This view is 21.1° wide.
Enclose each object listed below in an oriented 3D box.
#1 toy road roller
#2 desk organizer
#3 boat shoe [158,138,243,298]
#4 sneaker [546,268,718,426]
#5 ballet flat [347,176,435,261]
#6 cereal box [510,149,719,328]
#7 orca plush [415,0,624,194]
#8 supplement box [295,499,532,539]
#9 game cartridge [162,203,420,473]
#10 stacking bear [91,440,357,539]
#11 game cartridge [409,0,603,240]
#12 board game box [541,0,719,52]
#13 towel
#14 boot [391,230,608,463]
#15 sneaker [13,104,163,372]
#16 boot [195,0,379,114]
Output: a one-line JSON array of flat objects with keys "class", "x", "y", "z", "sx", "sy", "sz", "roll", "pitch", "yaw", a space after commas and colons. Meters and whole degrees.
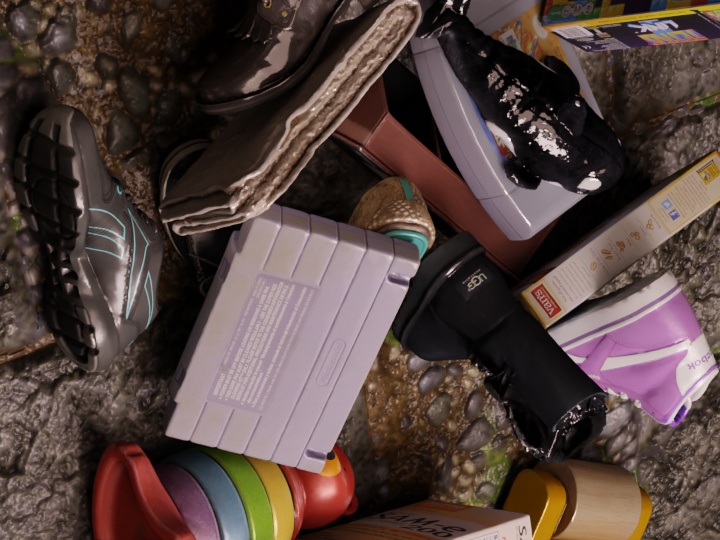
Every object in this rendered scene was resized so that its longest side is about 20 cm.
[{"class": "toy road roller", "x": 0.188, "y": 0.272, "z": 1.643, "sx": 0.123, "sy": 0.146, "sz": 0.201, "roll": 11, "pitch": 105, "yaw": -36}, {"class": "desk organizer", "x": 0.064, "y": -0.080, "z": 1.453, "sx": 0.200, "sy": 0.072, "sz": 0.077, "roll": 38, "pitch": 87, "yaw": -38}, {"class": "boat shoe", "x": -0.089, "y": -0.004, "z": 1.395, "sx": 0.074, "sy": 0.062, "sz": 0.201, "roll": -27, "pitch": 122, "yaw": -18}, {"class": "sneaker", "x": 0.194, "y": 0.080, "z": 1.495, "sx": 0.073, "sy": 0.200, "sz": 0.114, "roll": -35, "pitch": 96, "yaw": -32}, {"class": "ballet flat", "x": 0.000, "y": 0.000, "z": 1.432, "sx": 0.070, "sy": 0.065, "sz": 0.200, "roll": 13, "pitch": 142, "yaw": -23}, {"class": "cereal box", "x": 0.191, "y": -0.014, "z": 1.524, "sx": 0.200, "sy": 0.144, "sz": 0.040, "roll": -34, "pitch": 89, "yaw": -15}, {"class": "orca plush", "x": 0.134, "y": -0.129, "z": 1.373, "sx": 0.105, "sy": 0.071, "sz": 0.200, "roll": -48, "pitch": 114, "yaw": -33}, {"class": "supplement box", "x": 0.024, "y": 0.239, "z": 1.512, "sx": 0.200, "sy": 0.126, "sz": 0.074, "roll": -10, "pitch": 97, "yaw": -39}, {"class": "game cartridge", "x": -0.053, "y": 0.048, "z": 1.371, "sx": 0.129, "sy": 0.038, "sz": 0.200, "roll": 18, "pitch": 121, "yaw": -12}, {"class": "stacking bear", "x": -0.090, "y": 0.174, "z": 1.450, "sx": 0.200, "sy": 0.122, "sz": 0.114, "roll": -15, "pitch": 150, "yaw": -38}, {"class": "game cartridge", "x": 0.109, "y": -0.131, "z": 1.422, "sx": 0.133, "sy": 0.041, "sz": 0.200, "roll": -37, "pitch": 108, "yaw": -40}, {"class": "board game box", "x": 0.230, "y": -0.247, "z": 1.372, "sx": 0.057, "sy": 0.200, "sz": 0.166, "roll": 23, "pitch": 78, "yaw": -35}, {"class": "towel", "x": -0.051, "y": -0.105, "z": 1.306, "sx": 0.034, "sy": 0.132, "sz": 0.200, "roll": 47, "pitch": 64, "yaw": -19}, {"class": "boot", "x": 0.104, "y": 0.074, "z": 1.437, "sx": 0.076, "sy": 0.168, "sz": 0.200, "roll": -34, "pitch": 166, "yaw": -14}, {"class": "sneaker", "x": -0.183, "y": -0.030, "z": 1.329, "sx": 0.079, "sy": 0.075, "sz": 0.201, "roll": -30, "pitch": 132, "yaw": -34}, {"class": "boot", "x": -0.071, "y": -0.220, "z": 1.262, "sx": 0.200, "sy": 0.069, "sz": 0.174, "roll": -44, "pitch": 123, "yaw": -10}]
